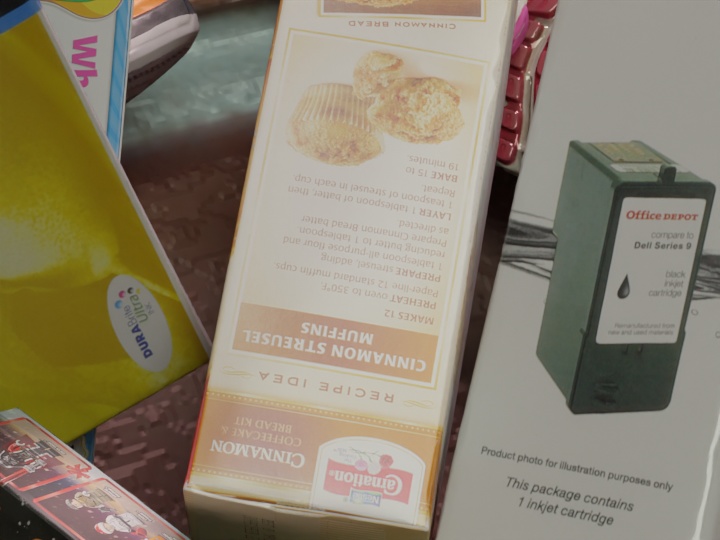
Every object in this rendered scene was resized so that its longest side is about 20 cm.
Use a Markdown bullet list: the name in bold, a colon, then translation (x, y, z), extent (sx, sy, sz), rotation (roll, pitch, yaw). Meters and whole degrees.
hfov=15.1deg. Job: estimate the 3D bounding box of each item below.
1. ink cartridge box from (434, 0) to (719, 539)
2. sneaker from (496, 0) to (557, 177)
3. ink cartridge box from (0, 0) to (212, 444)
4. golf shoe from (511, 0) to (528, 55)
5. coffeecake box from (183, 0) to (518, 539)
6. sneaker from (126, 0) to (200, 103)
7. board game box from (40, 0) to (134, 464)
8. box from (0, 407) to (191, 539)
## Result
- **ink cartridge box**: translation (0.098, 0.029, 0.834), extent (0.083, 0.146, 0.202), rotation (9, 78, 24)
- **sneaker**: translation (0.112, -0.038, 0.969), extent (0.199, 0.075, 0.081), rotation (24, 70, 12)
- **ink cartridge box**: translation (-0.167, -0.009, 0.756), extent (0.199, 0.047, 0.199), rotation (-32, 120, -12)
- **golf shoe**: translation (-0.008, -0.155, 0.961), extent (0.075, 0.092, 0.201), rotation (-31, 66, -6)
- **coffeecake box**: translation (0.000, 0.000, 0.843), extent (0.072, 0.154, 0.201), rotation (9, 70, 2)
- **sneaker**: translation (-0.154, -0.080, 0.865), extent (0.199, 0.078, 0.113), rotation (-23, 83, -25)
- **board game box**: translation (-0.140, -0.020, 0.808), extent (0.133, 0.202, 0.034), rotation (-1, 20, -22)
- **box**: translation (-0.058, 0.149, 0.747), extent (0.199, 0.138, 0.040), rotation (35, 26, 26)
